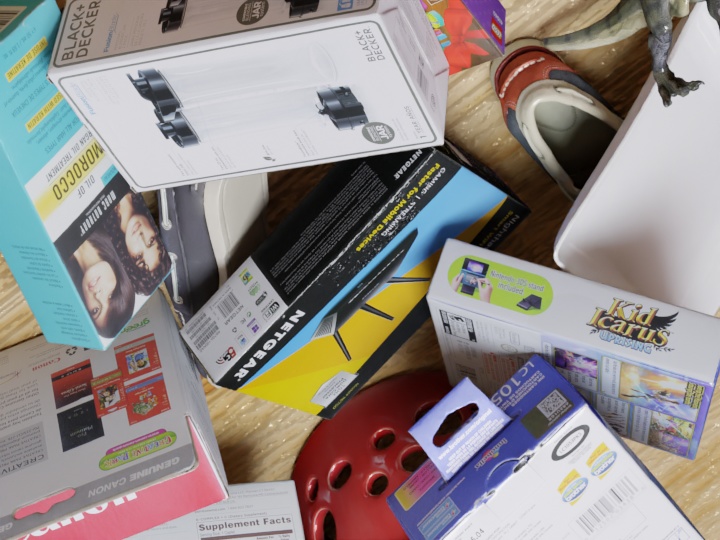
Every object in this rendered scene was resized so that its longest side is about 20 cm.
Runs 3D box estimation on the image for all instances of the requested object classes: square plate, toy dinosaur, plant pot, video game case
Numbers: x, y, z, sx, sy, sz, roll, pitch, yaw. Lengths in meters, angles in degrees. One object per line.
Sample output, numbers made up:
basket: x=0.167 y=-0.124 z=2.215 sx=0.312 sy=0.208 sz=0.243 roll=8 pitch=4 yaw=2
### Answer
square plate: x=0.209 y=-0.054 z=1.085 sx=0.200 sy=0.028 sz=0.199 roll=38 pitch=81 yaw=-48
toy dinosaur: x=0.185 y=-0.152 z=0.971 sx=0.047 sy=0.089 sz=0.200 roll=-26 pitch=170 yaw=-35
plant pot: x=0.060 y=0.203 z=1.194 sx=0.198 sy=0.183 sz=0.202 roll=-7 pitch=127 yaw=-9
video game case: x=0.141 y=0.055 z=1.082 sx=0.180 sy=0.046 sz=0.200 roll=18 pitch=164 yaw=13

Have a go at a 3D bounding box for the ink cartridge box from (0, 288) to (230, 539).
ink cartridge box: x=-0.193 y=0.126 z=1.060 sx=0.198 sy=0.176 sz=0.084 roll=-21 pitch=129 yaw=-1

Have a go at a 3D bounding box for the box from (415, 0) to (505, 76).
box: x=-0.023 y=-0.171 z=0.937 sx=0.136 sy=0.039 sz=0.200 roll=-17 pitch=140 yaw=29

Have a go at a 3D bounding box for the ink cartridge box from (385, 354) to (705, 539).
ink cartridge box: x=0.112 y=0.151 z=1.030 sx=0.136 sy=0.076 sz=0.200 roll=-43 pitch=121 yaw=1

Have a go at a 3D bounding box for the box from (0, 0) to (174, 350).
box: x=-0.182 y=-0.055 z=0.978 sx=0.049 sy=0.082 sz=0.201 roll=6 pitch=133 yaw=33

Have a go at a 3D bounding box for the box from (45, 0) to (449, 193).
box: x=-0.061 y=-0.113 z=0.938 sx=0.198 sy=0.061 sz=0.117 roll=-9 pitch=144 yaw=20

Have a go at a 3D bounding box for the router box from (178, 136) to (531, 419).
router box: x=0.000 y=0.000 z=1.064 sx=0.200 sy=0.051 sz=0.149 roll=-46 pitch=151 yaw=12

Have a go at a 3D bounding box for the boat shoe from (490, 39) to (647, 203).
boat shoe: x=0.159 y=-0.074 z=1.096 sx=0.071 sy=0.063 sz=0.200 roll=-41 pitch=127 yaw=12

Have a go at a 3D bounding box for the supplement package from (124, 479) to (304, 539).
supplement package: x=-0.126 y=0.245 z=1.170 sx=0.154 sy=0.112 sz=0.201 roll=-3 pitch=147 yaw=-15

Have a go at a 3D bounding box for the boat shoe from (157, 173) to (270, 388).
boat shoe: x=-0.098 y=-0.009 z=1.079 sx=0.073 sy=0.062 sz=0.201 roll=-47 pitch=152 yaw=-39
